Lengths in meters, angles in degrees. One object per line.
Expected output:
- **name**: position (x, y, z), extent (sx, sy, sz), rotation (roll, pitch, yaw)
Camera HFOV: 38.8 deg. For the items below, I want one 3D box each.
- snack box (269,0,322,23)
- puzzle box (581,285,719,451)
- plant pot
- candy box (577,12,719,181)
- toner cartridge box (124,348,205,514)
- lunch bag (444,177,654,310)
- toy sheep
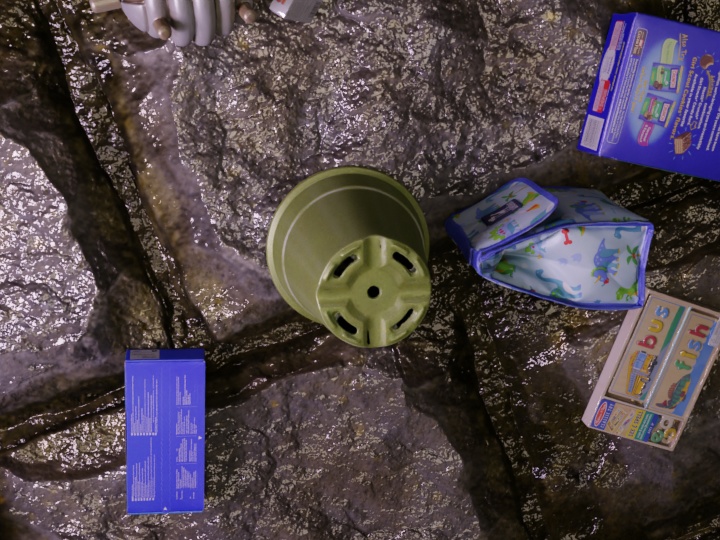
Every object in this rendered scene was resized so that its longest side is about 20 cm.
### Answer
- **snack box**: position (-0.028, -0.357, 1.082), extent (0.024, 0.072, 0.200), rotation (36, 109, 14)
- **puzzle box**: position (0.386, 0.128, 1.332), extent (0.133, 0.025, 0.200), rotation (17, 103, -13)
- **plant pot**: position (0.000, 0.000, 1.145), extent (0.200, 0.190, 0.201), rotation (-3, 107, -8)
- **candy box**: position (0.379, -0.201, 1.209), extent (0.200, 0.077, 0.169), rotation (11, 103, -11)
- **toner cartridge box**: position (-0.235, 0.195, 1.238), extent (0.095, 0.043, 0.200), rotation (1, 106, -9)
- **lunch bag**: position (0.209, -0.033, 1.180), extent (0.199, 0.170, 0.128), rotation (-1, 106, -7)
- **toy sheep**: position (-0.179, -0.294, 1.059), extent (0.200, 0.138, 0.138), rotation (-10, 108, -16)
